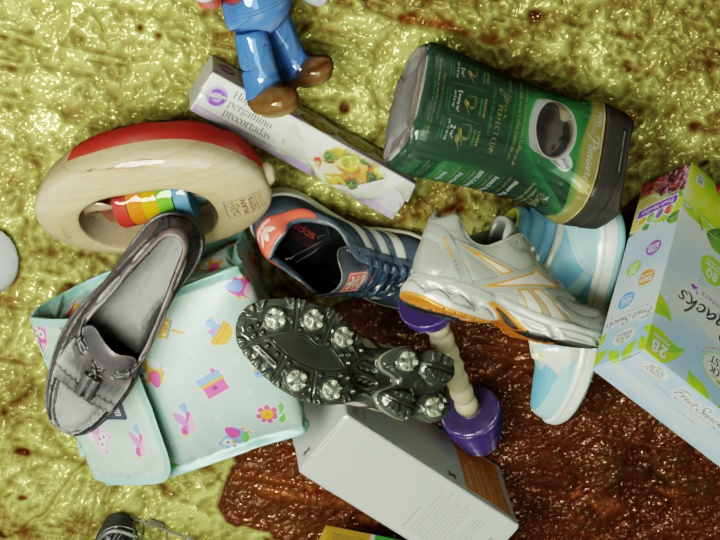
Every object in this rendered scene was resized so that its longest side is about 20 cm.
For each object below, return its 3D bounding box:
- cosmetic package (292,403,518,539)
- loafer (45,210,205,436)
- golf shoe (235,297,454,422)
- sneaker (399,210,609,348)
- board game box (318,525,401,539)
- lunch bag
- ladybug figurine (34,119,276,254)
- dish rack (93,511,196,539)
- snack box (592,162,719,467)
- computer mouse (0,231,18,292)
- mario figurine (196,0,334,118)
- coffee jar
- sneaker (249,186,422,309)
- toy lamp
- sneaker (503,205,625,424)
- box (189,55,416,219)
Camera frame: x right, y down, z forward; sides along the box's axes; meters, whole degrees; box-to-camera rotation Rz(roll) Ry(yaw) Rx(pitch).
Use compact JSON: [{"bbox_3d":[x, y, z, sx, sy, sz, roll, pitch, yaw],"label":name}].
[{"bbox_3d":[0.038,0.176,1.631,0.200,0.102,0.071,34,108,-22],"label":"cosmetic package"},{"bbox_3d":[-0.190,0.043,1.434,0.072,0.063,0.201,31,95,-5],"label":"loafer"},{"bbox_3d":[-0.021,0.079,1.505,0.199,0.088,0.078,22,79,-24],"label":"golf shoe"},{"bbox_3d":[0.132,0.007,1.498,0.199,0.076,0.093,16,83,-26],"label":"sneaker"},{"bbox_3d":[0.008,0.326,1.706,0.152,0.040,0.200,14,131,-13],"label":"board game box"},{"bbox_3d":[-0.163,0.080,1.546,0.199,0.122,0.171,-18,112,4],"label":"lunch bag"},{"bbox_3d":[-0.164,-0.071,1.482,0.199,0.072,0.136,-6,149,7],"label":"ladybug figurine"},{"bbox_3d":[-0.175,0.312,1.701,0.199,0.055,0.154,23,113,-17],"label":"dish rack"},{"bbox_3d":[0.293,0.040,1.539,0.168,0.201,0.068,36,144,-22],"label":"snack box"},{"bbox_3d":[-0.385,-0.005,1.521,0.199,0.044,0.110,0,116,-7],"label":"computer mouse"},{"bbox_3d":[-0.075,-0.220,1.408,0.106,0.124,0.201,-19,117,8],"label":"mario figurine"},{"bbox_3d":[0.124,-0.106,1.497,0.199,0.085,0.105,18,69,-14],"label":"coffee jar"},{"bbox_3d":[0.000,0.000,1.546,0.199,0.085,0.075,19,113,-16],"label":"sneaker"},{"bbox_3d":[0.084,0.092,1.595,0.058,0.058,0.200,-20,138,3],"label":"toy lamp"},{"bbox_3d":[0.143,0.032,1.586,0.130,0.080,0.201,8,106,-13],"label":"sneaker"},{"bbox_3d":[-0.046,-0.108,1.512,0.199,0.041,0.039,28,110,-18],"label":"box"}]
